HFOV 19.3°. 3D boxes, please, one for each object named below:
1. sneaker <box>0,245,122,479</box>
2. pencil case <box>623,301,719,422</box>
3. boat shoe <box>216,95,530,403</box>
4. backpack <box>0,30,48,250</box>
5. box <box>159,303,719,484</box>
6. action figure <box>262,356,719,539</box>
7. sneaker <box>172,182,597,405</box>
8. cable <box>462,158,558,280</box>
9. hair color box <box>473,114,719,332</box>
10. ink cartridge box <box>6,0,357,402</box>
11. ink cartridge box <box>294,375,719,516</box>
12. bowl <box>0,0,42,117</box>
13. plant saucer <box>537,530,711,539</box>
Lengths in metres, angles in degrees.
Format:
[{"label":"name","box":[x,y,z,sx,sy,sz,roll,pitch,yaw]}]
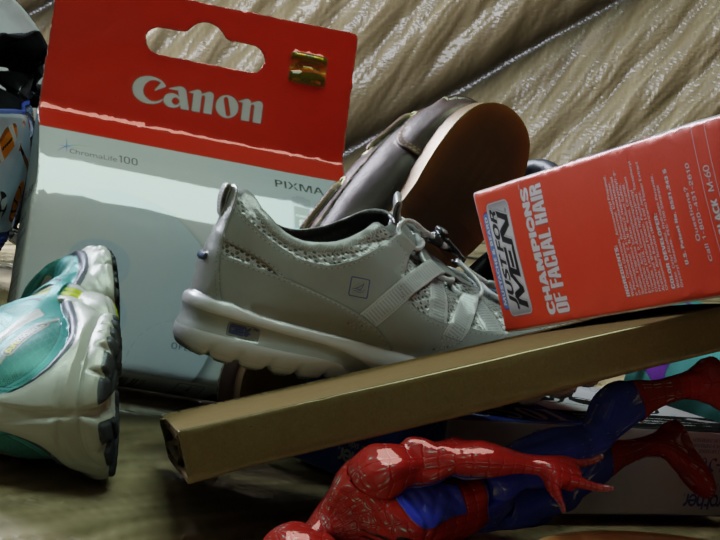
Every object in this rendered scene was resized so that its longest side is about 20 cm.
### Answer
[{"label":"sneaker","box":[-0.138,0.032,0.868,0.080,0.078,0.200,2,7,-7]},{"label":"pencil case","box":[0.241,0.072,1.156,0.200,0.085,0.092,18,35,39]},{"label":"boat shoe","box":[0.000,0.000,0.987,0.070,0.200,0.070,10,-37,55]},{"label":"backpack","box":[-0.249,-0.051,1.034,0.200,0.154,0.190,3,0,-9]},{"label":"box","box":[0.026,0.044,0.795,0.200,0.021,0.163,-12,-1,-7]},{"label":"action figure","box":[0.052,0.078,0.749,0.200,0.065,0.052,-10,55,-30]},{"label":"sneaker","box":[0.024,0.009,0.907,0.200,0.082,0.075,8,6,-21]},{"label":"cable","box":[0.045,0.007,1.074,0.051,0.163,0.200,49,-16,-14]},{"label":"hair color box","box":[0.135,-0.024,0.784,0.111,0.064,0.200,-13,-2,-22]},{"label":"ink cartridge box","box":[-0.080,-0.040,1.026,0.160,0.200,0.047,10,-12,-15]},{"label":"ink cartridge box","box":[0.077,0.079,0.963,0.200,0.044,0.094,6,7,-41]},{"label":"bowl","box":[-0.269,-0.074,1.191,0.201,0.201,0.090,10,35,-16]},{"label":"plant saucer","box":[0.145,0.129,0.677,0.200,0.038,0.200,12,5,-1]}]
